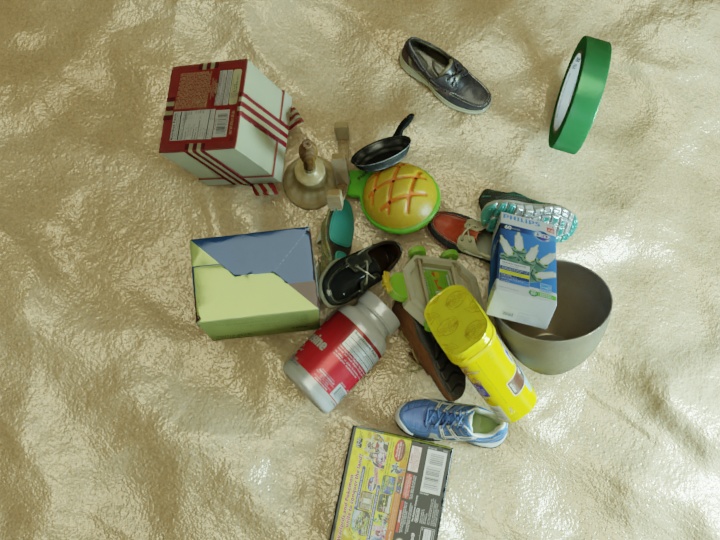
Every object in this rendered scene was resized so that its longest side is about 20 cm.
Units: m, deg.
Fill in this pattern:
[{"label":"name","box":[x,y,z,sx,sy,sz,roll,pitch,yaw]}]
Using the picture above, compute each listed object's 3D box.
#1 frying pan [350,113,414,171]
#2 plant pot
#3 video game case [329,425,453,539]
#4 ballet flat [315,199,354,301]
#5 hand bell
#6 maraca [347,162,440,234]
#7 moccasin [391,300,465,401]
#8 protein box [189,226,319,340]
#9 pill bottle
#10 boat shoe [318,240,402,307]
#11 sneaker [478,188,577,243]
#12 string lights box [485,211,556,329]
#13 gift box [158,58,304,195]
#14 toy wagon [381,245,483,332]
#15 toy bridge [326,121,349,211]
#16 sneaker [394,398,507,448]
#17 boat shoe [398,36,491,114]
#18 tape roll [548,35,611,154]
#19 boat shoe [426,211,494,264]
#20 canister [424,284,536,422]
[{"label":"frying pan","box":[0.042,-0.225,1.555,0.113,0.191,0.031,-15,116,15]},{"label":"plant pot","box":[0.322,0.097,1.460,0.196,0.136,0.202,-5,40,4]},{"label":"video game case","box":[0.052,0.381,1.457,0.177,0.026,0.204,12,78,0]},{"label":"ballet flat","box":[-0.050,-0.032,1.525,0.069,0.071,0.204,-1,66,-2]},{"label":"hand bell","box":[-0.090,-0.185,1.488,0.102,0.200,0.106,0,77,-1]},{"label":"maraca","box":[0.056,-0.140,1.536,0.137,0.108,0.200,-41,56,-13]},{"label":"moccasin","box":[0.114,0.136,1.490,0.073,0.078,0.203,-24,72,-39]},{"label":"protein box","box":[-0.170,0.027,1.437,0.195,0.200,0.138,-6,78,-3]},{"label":"pill bottle","box":[-0.029,0.134,1.464,0.112,0.112,0.200,43,79,7]},{"label":"boat shoe","box":[0.000,0.000,1.463,0.199,0.067,0.073,-33,98,-47]},{"label":"sneaker","box":[0.299,-0.108,1.550,0.197,0.092,0.078,12,121,-19]},{"label":"string lights box","box":[0.267,-0.003,1.420,0.101,0.060,0.202,13,42,0]},{"label":"gift box","box":[-0.215,-0.241,1.495,0.197,0.186,0.188,6,79,24]},{"label":"toy wagon","box":[0.119,0.033,1.485,0.197,0.040,0.157,6,56,-25]},{"label":"toy bridge","box":[-0.036,-0.180,1.539,0.027,0.068,0.202,-3,48,8]},{"label":"sneaker","box":[0.157,0.250,1.458,0.196,0.077,0.077,6,66,-3]},{"label":"boat shoe","box":[0.159,-0.365,1.605,0.199,0.065,0.072,37,77,5]},{"label":"tape roll","box":[0.389,-0.311,1.532,0.047,0.201,0.204,15,77,1]},{"label":"boat shoe","box":[0.211,-0.054,1.540,0.198,0.063,0.072,28,80,5]},{"label":"canister","box":[0.197,0.138,1.395,0.086,0.149,0.201,-35,125,5]}]
